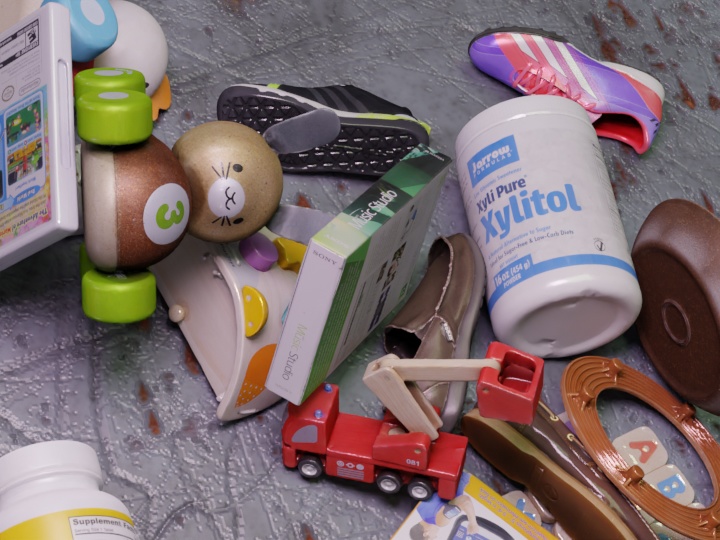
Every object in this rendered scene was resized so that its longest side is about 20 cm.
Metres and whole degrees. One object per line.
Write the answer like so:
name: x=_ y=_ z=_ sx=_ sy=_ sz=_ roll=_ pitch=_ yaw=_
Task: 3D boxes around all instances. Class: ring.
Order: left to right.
ring: x=0.250 y=0.144 z=1.561 sx=0.200 sy=0.019 sz=0.201 roll=31 pitch=29 yaw=-20

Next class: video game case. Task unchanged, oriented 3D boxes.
video game case: x=-0.285 y=-0.085 z=1.432 sx=0.024 sy=0.200 sz=0.182 roll=13 pitch=63 yaw=-43

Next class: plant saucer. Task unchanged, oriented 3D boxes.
plant saucer: x=0.280 y=0.039 z=1.587 sx=0.037 sy=0.200 sz=0.201 roll=-21 pitch=67 yaw=-20

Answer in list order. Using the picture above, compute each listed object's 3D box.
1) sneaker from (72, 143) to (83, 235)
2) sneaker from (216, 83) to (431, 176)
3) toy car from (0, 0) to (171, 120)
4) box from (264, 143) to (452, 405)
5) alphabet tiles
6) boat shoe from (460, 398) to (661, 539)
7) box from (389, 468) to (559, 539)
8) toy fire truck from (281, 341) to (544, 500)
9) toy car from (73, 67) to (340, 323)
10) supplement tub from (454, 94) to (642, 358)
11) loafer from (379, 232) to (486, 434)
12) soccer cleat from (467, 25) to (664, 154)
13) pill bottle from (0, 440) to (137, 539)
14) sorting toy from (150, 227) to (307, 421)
sneaker: x=-0.234 y=-0.074 z=1.531 sx=0.200 sy=0.085 sz=0.073 roll=-29 pitch=70 yaw=-35
sneaker: x=-0.034 y=-0.131 z=1.673 sx=0.200 sy=0.072 sz=0.083 roll=12 pitch=30 yaw=-15
toy car: x=-0.229 y=-0.178 z=1.579 sx=0.200 sy=0.184 sz=0.177 roll=29 pitch=46 yaw=-38
box: x=0.000 y=0.000 z=1.463 sx=0.036 sy=0.144 sz=0.200 roll=27 pitch=33 yaw=13
alphabet tiles: x=0.203 y=0.210 z=1.555 sx=0.195 sy=0.015 sz=0.200 roll=-21 pitch=67 yaw=-31
boat shoe: x=0.175 y=0.164 z=1.521 sx=0.200 sy=0.070 sz=0.070 roll=44 pitch=60 yaw=12
box: x=0.063 y=0.254 z=1.449 sx=0.119 sy=0.041 sz=0.200 roll=36 pitch=52 yaw=8
toy fire truck: x=0.036 y=0.110 z=1.445 sx=0.200 sy=0.141 sz=0.049 roll=11 pitch=42 yaw=10
toy car: x=-0.111 y=-0.061 z=1.402 sx=0.200 sy=0.164 sz=0.158 roll=-2 pitch=18 yaw=-10
supplement tub: x=0.161 y=-0.037 z=1.631 sx=0.132 sy=0.132 sz=0.200 roll=1 pitch=58 yaw=-21
loafer: x=0.058 y=0.047 z=1.570 sx=0.071 sy=0.073 sz=0.200 roll=16 pitch=53 yaw=-10
soccer cleat: x=0.195 y=-0.173 z=1.779 sx=0.200 sy=0.068 sz=0.073 roll=18 pitch=57 yaw=-12
pill bottle: x=-0.207 y=0.227 z=1.321 sx=0.112 sy=0.112 sz=0.200 roll=-5 pitch=59 yaw=-24
sorting toy: x=-0.075 y=0.005 z=1.549 sx=0.180 sy=0.107 sz=0.200 roll=-7 pitch=59 yaw=-47
